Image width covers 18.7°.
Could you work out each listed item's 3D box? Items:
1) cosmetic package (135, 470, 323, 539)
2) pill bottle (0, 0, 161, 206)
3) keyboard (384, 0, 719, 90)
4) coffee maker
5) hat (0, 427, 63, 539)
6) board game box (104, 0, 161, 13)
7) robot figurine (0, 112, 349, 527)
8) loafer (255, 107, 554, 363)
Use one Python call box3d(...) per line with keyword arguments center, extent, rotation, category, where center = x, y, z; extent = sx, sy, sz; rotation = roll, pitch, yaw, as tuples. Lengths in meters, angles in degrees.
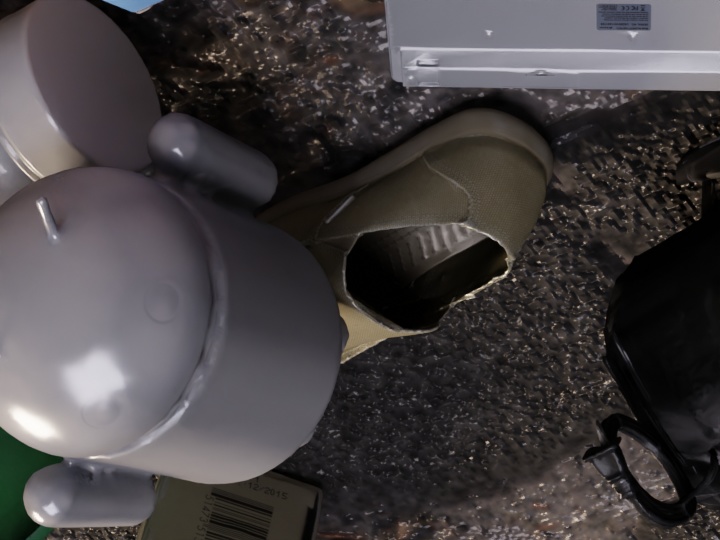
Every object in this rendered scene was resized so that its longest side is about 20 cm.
box3d(center=(-0.093, 0.198, 1.149), extent=(0.087, 0.104, 0.200), rotation=(18, 134, -6), category="cosmetic package")
box3d(center=(-0.184, -0.038, 0.941), extent=(0.199, 0.113, 0.112), rotation=(-26, 123, 29), category="pill bottle")
box3d(center=(0.109, -0.099, 0.906), extent=(0.199, 0.011, 0.057), rotation=(1, 127, 8), category="keyboard")
box3d(center=(0.210, 0.010, 0.862), extent=(0.200, 0.192, 0.135), rotation=(-34, 111, 32), category="coffee maker")
box3d(center=(-0.210, 0.058, 1.021), extent=(0.166, 0.200, 0.176), rotation=(-43, 94, 11), category="hat")
box3d(center=(-0.111, -0.180, 0.733), extent=(0.199, 0.097, 0.159), rotation=(20, 162, -32), category="board game box")
box3d(center=(-0.084, 0.024, 0.876), extent=(0.113, 0.170, 0.200), rotation=(16, 177, 31), category="robot figurine")
box3d(center=(0.000, 0.000, 0.973), extent=(0.076, 0.068, 0.200), rotation=(37, 128, -23), category="loafer")
